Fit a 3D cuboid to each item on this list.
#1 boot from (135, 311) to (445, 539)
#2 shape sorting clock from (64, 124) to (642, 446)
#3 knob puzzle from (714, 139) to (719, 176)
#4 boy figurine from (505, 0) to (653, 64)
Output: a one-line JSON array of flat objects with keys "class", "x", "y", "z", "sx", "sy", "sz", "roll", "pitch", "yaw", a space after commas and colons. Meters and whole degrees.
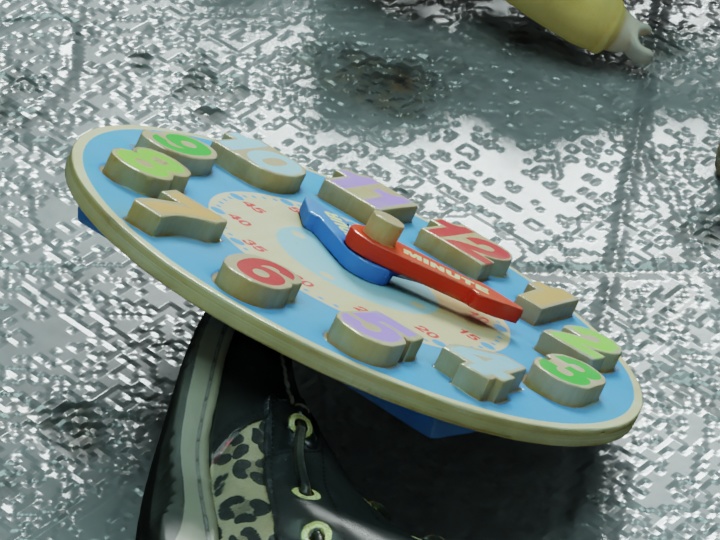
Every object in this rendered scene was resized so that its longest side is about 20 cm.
[{"class": "boot", "x": 0.011, "y": 0.090, "z": 0.855, "sx": 0.153, "sy": 0.074, "sz": 0.204, "roll": 12, "pitch": 31, "yaw": -7}, {"class": "shape sorting clock", "x": 0.000, "y": 0.000, "z": 0.928, "sx": 0.200, "sy": 0.039, "sz": 0.200, "roll": 25, "pitch": 11, "yaw": -5}, {"class": "knob puzzle", "x": 0.232, "y": -0.042, "z": 1.071, "sx": 0.219, "sy": 0.030, "sz": 0.220, "roll": 4, "pitch": 40, "yaw": -3}, {"class": "boy figurine", "x": 0.087, "y": -0.135, "z": 1.138, "sx": 0.200, "sy": 0.064, "sz": 0.125, "roll": -5, "pitch": 67, "yaw": -8}]
